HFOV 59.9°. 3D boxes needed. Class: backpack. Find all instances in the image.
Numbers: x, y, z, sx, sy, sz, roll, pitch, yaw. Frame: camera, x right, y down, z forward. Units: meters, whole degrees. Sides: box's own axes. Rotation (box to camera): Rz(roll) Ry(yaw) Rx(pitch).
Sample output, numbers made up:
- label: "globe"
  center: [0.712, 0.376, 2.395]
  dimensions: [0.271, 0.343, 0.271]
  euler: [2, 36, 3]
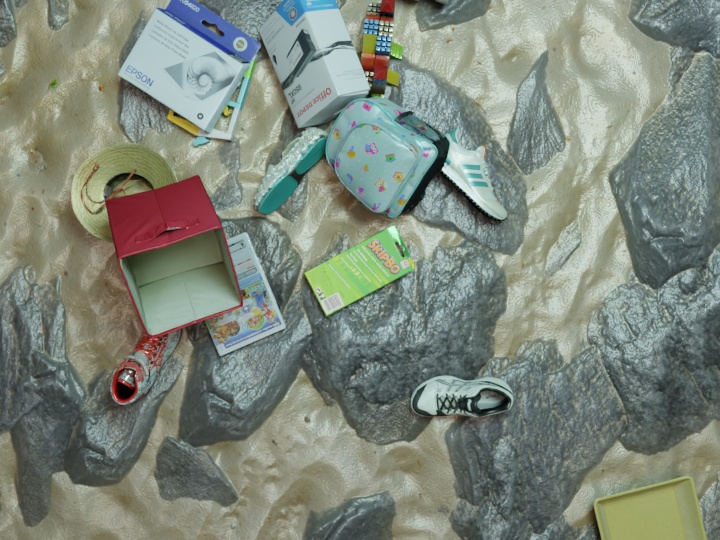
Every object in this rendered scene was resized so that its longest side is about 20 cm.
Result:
- label: "backpack"
  center: [0.034, -0.213, 1.131]
  dimensions: [0.200, 0.153, 0.177]
  euler: [42, 124, 14]

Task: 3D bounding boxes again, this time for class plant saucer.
- label: "plant saucer"
  center: [0.561, 0.510, 1.216]
  dimensions: [0.198, 0.048, 0.202]
  euler: [-14, 92, 0]

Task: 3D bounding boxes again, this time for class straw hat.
- label: "straw hat"
  center: [-0.428, -0.140, 1.177]
  dimensions: [0.198, 0.085, 0.204]
  euler: [0, 91, -1]

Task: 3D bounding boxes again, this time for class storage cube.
- label: "storage cube"
  center: [-0.318, -0.026, 1.069]
  dimensions: [0.169, 0.180, 0.202]
  euler: [-19, 133, -15]

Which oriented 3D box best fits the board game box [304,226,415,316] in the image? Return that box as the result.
- label: "board game box"
  center: [0.000, 0.000, 1.211]
  dimensions: [0.198, 0.030, 0.096]
  euler: [-28, 92, 4]

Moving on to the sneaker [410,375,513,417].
- label: "sneaker"
  center: [0.193, 0.242, 1.188]
  dimensions: [0.197, 0.088, 0.077]
  euler: [-8, 94, 2]

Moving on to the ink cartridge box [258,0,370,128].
- label: "ink cartridge box"
  center: [-0.085, -0.383, 1.133]
  dimensions: [0.084, 0.144, 0.202]
  euler: [-24, 92, -38]

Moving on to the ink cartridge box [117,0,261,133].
- label: "ink cartridge box"
  center: [-0.318, -0.395, 1.170]
  dimensions: [0.198, 0.041, 0.201]
  euler: [31, 91, -1]

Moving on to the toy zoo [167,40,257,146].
- label: "toy zoo"
  center: [-0.289, -0.337, 1.203]
  dimensions: [0.130, 0.020, 0.202]
  euler: [18, 92, 0]

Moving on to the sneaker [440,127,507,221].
- label: "sneaker"
  center: [0.220, -0.184, 1.182]
  dimensions: [0.200, 0.070, 0.093]
  euler: [44, 97, 1]

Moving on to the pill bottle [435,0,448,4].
- label: "pill bottle"
  center: [0.084, -0.569, 1.151]
  dimensions: [0.198, 0.111, 0.112]
  euler: [22, 92, 0]

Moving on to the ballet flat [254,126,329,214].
- label: "ballet flat"
  center: [-0.138, -0.195, 1.194]
  dimensions: [0.072, 0.072, 0.200]
  euler: [44, 89, -1]

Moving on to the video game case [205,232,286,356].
- label: "video game case"
  center: [-0.247, 0.046, 1.217]
  dimensions: [0.142, 0.018, 0.202]
  euler: [-23, 91, 0]

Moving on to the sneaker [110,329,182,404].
- label: "sneaker"
  center: [-0.400, 0.157, 1.175]
  dimensions: [0.067, 0.108, 0.203]
  euler: [26, 91, -1]

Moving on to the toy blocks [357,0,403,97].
- label: "toy blocks"
  center: [0.031, -0.411, 1.142]
  dimensions: [0.099, 0.137, 0.203]
  euler: [6, 91, 0]
